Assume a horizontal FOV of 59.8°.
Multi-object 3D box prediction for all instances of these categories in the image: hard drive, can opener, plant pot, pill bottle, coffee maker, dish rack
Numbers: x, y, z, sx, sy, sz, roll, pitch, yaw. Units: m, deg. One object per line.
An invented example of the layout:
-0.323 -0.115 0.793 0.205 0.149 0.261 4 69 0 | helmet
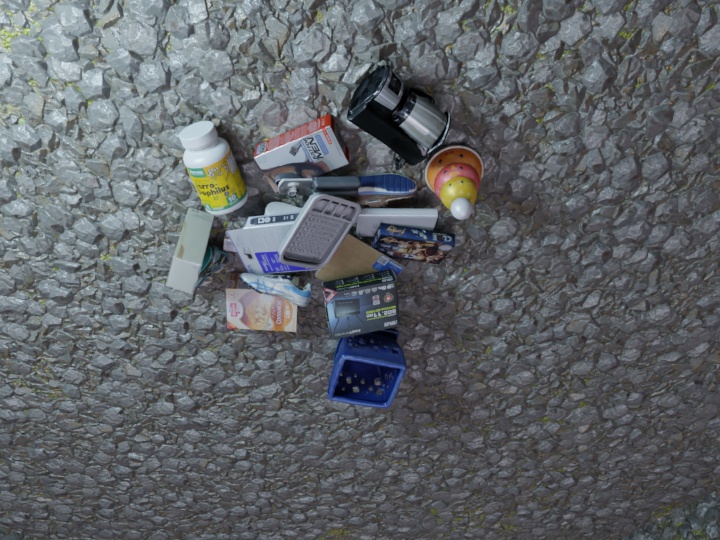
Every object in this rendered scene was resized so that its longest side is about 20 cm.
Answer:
0.090 -0.121 1.607 0.197 0.027 0.132 0 159 -2 | hard drive
-0.100 -0.209 1.474 0.198 0.067 0.054 -4 147 -19 | can opener
0.015 0.270 1.862 0.198 0.181 0.201 11 128 -10 | plant pot
-0.347 -0.241 1.472 0.111 0.113 0.201 -10 129 7 | pill bottle
0.070 -0.330 1.401 0.199 0.135 0.192 30 123 -23 | coffee maker
-0.104 -0.099 1.501 0.171 0.044 0.201 8 121 -52 | dish rack

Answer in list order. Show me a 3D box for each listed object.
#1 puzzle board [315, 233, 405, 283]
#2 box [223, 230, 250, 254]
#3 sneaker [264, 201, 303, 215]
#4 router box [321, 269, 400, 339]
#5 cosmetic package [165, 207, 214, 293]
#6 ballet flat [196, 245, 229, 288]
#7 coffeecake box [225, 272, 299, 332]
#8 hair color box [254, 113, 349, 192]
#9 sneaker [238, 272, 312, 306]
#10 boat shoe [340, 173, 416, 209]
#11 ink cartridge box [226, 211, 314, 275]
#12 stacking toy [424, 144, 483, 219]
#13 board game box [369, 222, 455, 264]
0.000 0.000 1.666 0.199 0.017 0.151 28 113 -28 | puzzle board
-0.264 -0.065 1.667 0.198 0.039 0.042 8 131 -9 | box
-0.153 -0.118 1.620 0.198 0.076 0.089 15 143 -11 | sneaker
0.003 0.092 1.674 0.198 0.062 0.151 -11 122 -6 | router box
-0.424 -0.053 1.567 0.070 0.201 0.106 17 127 -15 | cosmetic package
-0.419 0.004 1.696 0.074 0.075 0.199 32 136 -25 | ballet flat
-0.276 0.091 1.773 0.197 0.073 0.155 3 130 -4 | coffeecake box
-0.138 -0.275 1.484 0.198 0.064 0.111 -19 129 15 | hair color box
-0.223 0.037 1.662 0.198 0.072 0.073 18 90 -15 | sneaker
0.041 -0.194 1.560 0.198 0.073 0.073 3 135 8 | boat shoe
-0.215 -0.064 1.590 0.198 0.044 0.199 -6 144 6 | ink cartridge box
0.234 -0.189 1.479 0.144 0.201 0.147 -1 130 -2 | stacking toy
0.133 -0.068 1.642 0.198 0.035 0.136 8 158 -9 | board game box
